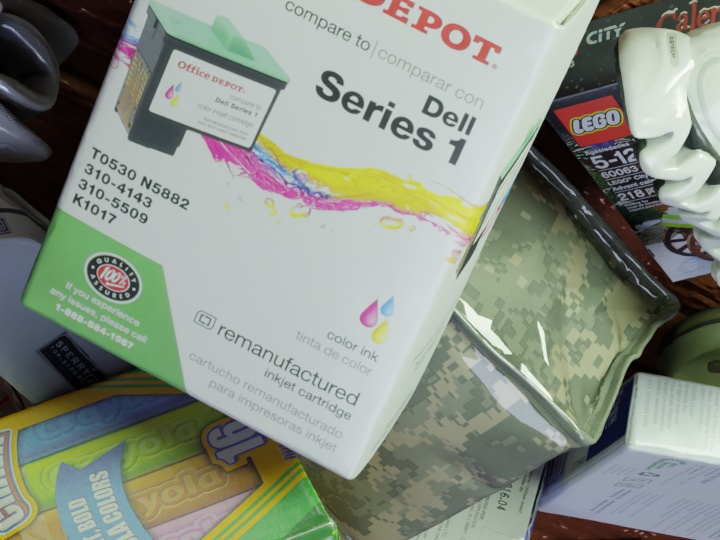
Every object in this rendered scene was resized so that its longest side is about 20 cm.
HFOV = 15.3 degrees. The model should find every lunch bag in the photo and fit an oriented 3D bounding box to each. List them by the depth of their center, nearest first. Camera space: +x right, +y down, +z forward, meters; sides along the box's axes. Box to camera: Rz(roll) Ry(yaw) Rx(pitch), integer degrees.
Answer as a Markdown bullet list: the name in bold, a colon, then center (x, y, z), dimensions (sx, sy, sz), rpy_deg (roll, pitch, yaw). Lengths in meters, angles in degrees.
- **lunch bag**: center (0.000, 0.000, 1.112), dimensions (0.200, 0.118, 0.164), rpy_deg (45, 137, -9)

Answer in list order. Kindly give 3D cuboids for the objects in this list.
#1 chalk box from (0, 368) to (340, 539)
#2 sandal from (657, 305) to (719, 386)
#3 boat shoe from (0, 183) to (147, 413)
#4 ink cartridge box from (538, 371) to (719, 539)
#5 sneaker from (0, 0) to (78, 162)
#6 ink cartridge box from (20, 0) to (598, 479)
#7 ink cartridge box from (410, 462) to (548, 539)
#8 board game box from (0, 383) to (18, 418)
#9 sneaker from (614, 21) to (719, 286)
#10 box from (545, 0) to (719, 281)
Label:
- **chalk box**: center (-0.111, 0.136, 1.060), dimensions (0.199, 0.124, 0.125), rpy_deg (-21, 132, -10)
- **sandal**: center (0.235, 0.049, 1.211), dimensions (0.200, 0.058, 0.080), rpy_deg (-6, 146, 9)
- **boat shoe**: center (-0.117, 0.031, 1.103), dimensions (0.073, 0.065, 0.200), rpy_deg (-28, 136, -3)
- **ink cartridge box**: center (0.197, 0.100, 1.252), dimensions (0.199, 0.041, 0.200), rpy_deg (13, 166, -6)
- **sneaker**: center (-0.165, -0.047, 1.104), dimensions (0.114, 0.075, 0.200), rpy_deg (-5, 142, 18)
- **ink cartridge box**: center (-0.018, -0.050, 0.969), dimensions (0.144, 0.084, 0.201), rpy_deg (27, 118, 6)
- **ink cartridge box**: center (0.004, 0.137, 1.271), dimensions (0.199, 0.137, 0.076), rpy_deg (18, 148, 2)
- **board game box**: center (-0.203, 0.058, 1.206), dimensions (0.200, 0.046, 0.151), rpy_deg (20, 164, 45)
- **sneaker**: center (0.167, -0.027, 1.033), dimensions (0.081, 0.075, 0.200), rpy_deg (-19, 140, 18)
- **box**: center (0.188, -0.066, 1.066), dimensions (0.199, 0.038, 0.137), rpy_deg (-14, 142, 26)
